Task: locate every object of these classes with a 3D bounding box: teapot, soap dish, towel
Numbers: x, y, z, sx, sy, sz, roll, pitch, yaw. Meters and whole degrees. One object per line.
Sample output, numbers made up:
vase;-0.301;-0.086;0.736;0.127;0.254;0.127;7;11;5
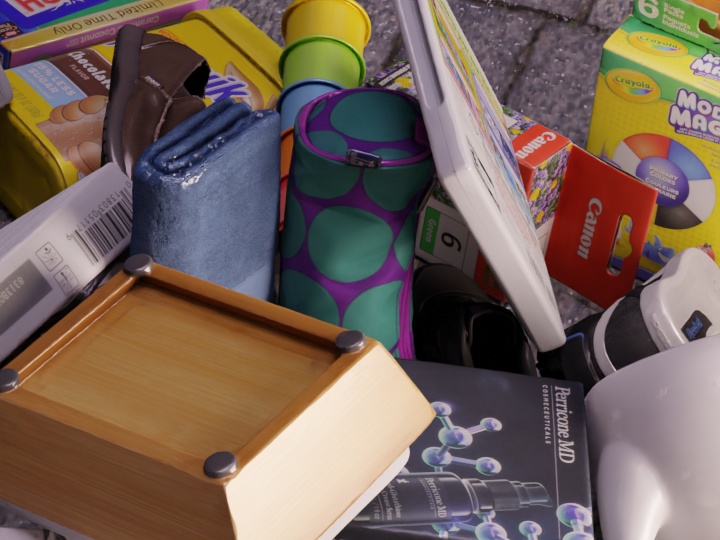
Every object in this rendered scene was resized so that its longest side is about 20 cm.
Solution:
teapot;0.227;0.117;1.434;0.199;0.197;0.147;-19;76;14
soap dish;-0.086;0.076;1.293;0.199;0.082;0.157;18;43;34
towel;-0.093;0.006;1.454;0.048;0.201;0.112;24;38;26

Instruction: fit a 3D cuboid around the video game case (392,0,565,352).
video game case;0.065;-0.074;1.480;0.022;0.200;0.183;-20;55;10

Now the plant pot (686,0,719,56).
plant pot;0.276;-0.116;1.725;0.199;0.184;0.201;8;35;-6

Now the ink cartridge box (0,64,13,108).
ink cartridge box;-0.335;-0.065;1.550;0.199;0.044;0.198;-18;13;20

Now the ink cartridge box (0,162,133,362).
ink cartridge box;-0.227;0.026;1.451;0.057;0.200;0.163;51;44;-8

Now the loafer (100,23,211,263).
loafer;-0.120;-0.082;1.548;0.071;0.073;0.201;5;42;-5

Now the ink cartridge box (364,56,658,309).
ink cartridge box;0.087;-0.045;1.646;0.199;0.109;0.050;30;40;25

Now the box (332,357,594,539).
box;0.020;0.133;1.391;0.199;0.107;0.149;8;36;-4

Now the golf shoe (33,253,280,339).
golf shoe;-0.110;0.012;1.565;0.199;0.073;0.092;-16;59;-23

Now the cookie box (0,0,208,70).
cookie box;-0.233;-0.192;1.797;0.171;0.075;0.200;-20;46;-36

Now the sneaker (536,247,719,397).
sneaker;0.167;0.043;1.582;0.073;0.112;0.200;64;20;6

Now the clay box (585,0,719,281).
clay box;0.204;-0.078;1.640;0.115;0.201;0.048;25;48;20

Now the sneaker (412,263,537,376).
sneaker;0.075;0.044;1.541;0.075;0.088;0.200;-1;37;-15

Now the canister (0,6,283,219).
canister;-0.143;-0.093;1.678;0.199;0.087;0.148;-19;45;-32

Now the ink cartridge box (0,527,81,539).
ink cartridge box;-0.175;0.203;1.267;0.199;0.085;0.145;3;36;-8

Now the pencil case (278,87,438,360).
pencil case;0.000;0.000;1.488;0.092;0.201;0.085;13;31;14

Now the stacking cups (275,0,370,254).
stacking cups;-0.023;-0.088;1.599;0.060;0.061;0.201;6;47;-6
